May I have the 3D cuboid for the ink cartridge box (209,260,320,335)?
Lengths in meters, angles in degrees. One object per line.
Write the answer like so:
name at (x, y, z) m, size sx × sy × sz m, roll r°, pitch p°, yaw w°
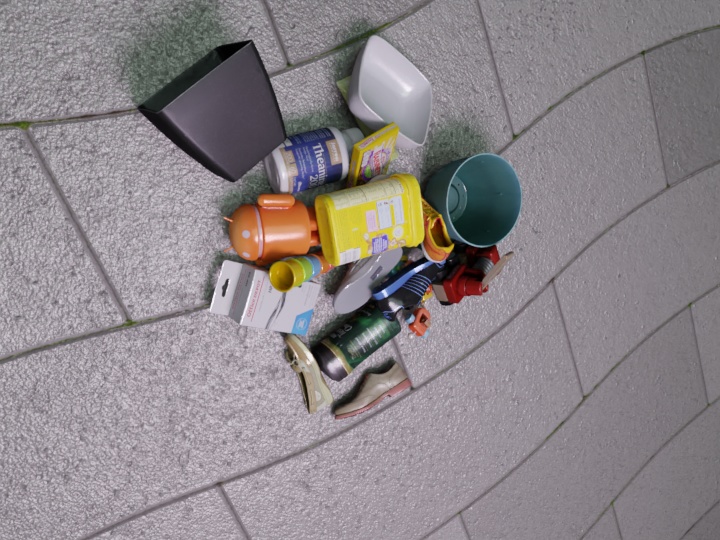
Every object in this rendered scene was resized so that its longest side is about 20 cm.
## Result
ink cartridge box at (-0.192, 0.058, 1.095) m, size 0.199 × 0.067 × 0.117 m, roll 14°, pitch 94°, yaw -38°

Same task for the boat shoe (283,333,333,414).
boat shoe at (-0.124, 0.225, 1.174) m, size 0.063 × 0.073 × 0.202 m, roll -31°, pitch 118°, yaw -17°

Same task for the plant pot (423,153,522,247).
plant pot at (0.238, -0.161, 1.225) m, size 0.199 × 0.161 × 0.202 m, roll -4°, pitch 99°, yaw -23°

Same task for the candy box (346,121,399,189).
candy box at (0.020, -0.214, 1.108) m, size 0.102 × 0.200 × 0.026 m, roll -37°, pitch 75°, yaw -21°

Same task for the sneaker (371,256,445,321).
sneaker at (0.116, 0.034, 1.175) m, size 0.199 × 0.070 × 0.078 m, roll -32°, pitch 103°, yaw -22°

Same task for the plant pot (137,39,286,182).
plant pot at (-0.251, -0.278, 0.977) m, size 0.199 × 0.200 × 0.178 m, roll -43°, pitch 123°, yaw -12°

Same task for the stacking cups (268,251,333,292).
stacking cups at (-0.107, -0.010, 1.092) m, size 0.200 × 0.060 × 0.061 m, roll -28°, pitch 115°, yaw -62°

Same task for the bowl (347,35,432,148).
bowl at (0.055, -0.364, 1.127) m, size 0.199 × 0.074 × 0.201 m, roll 29°, pitch 59°, yaw -32°

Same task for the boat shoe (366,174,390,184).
boat shoe at (-0.009, -0.119, 1.154) m, size 0.074 × 0.093 × 0.201 m, roll 33°, pitch 86°, yaw -31°

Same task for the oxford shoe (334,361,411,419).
oxford shoe at (0.019, 0.284, 1.261) m, size 0.199 × 0.070 × 0.075 m, roll -25°, pitch 81°, yaw -17°

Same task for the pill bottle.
pill bottle at (-0.089, -0.228, 1.094) m, size 0.199 × 0.111 × 0.112 m, roll -19°, pitch 106°, yaw -20°

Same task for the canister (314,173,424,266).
canister at (0.018, -0.102, 1.070) m, size 0.199 × 0.086 × 0.150 m, roll -17°, pitch 111°, yaw -23°

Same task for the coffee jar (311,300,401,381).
coffee jar at (-0.012, 0.157, 1.194) m, size 0.200 × 0.104 × 0.086 m, roll -38°, pitch 108°, yaw -15°

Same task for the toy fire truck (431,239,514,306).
toy fire truck at (0.275, -0.009, 1.219) m, size 0.176 × 0.199 × 0.129 m, roll -44°, pitch 124°, yaw -35°

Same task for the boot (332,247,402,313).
boot at (0.000, 0.000, 1.184) m, size 0.200 × 0.096 × 0.074 m, roll -45°, pitch 129°, yaw -2°

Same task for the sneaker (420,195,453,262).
sneaker at (0.143, -0.116, 1.158) m, size 0.073 × 0.077 × 0.201 m, roll -20°, pitch 72°, yaw -31°

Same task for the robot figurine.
robot figurine at (-0.175, -0.079, 1.077) m, size 0.199 × 0.144 × 0.118 m, roll -7°, pitch 81°, yaw -22°

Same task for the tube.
tube at (0.019, -0.326, 1.164) m, size 0.052 × 0.058 × 0.201 m, roll -22°, pitch 105°, yaw 17°

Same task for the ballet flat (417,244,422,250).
ballet flat at (0.100, -0.121, 1.227) m, size 0.200 × 0.067 × 0.067 m, roll 37°, pitch 60°, yaw -17°

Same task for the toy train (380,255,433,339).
toy train at (0.118, 0.054, 1.236) m, size 0.200 × 0.055 × 0.151 m, roll 48°, pitch 53°, yaw -21°
